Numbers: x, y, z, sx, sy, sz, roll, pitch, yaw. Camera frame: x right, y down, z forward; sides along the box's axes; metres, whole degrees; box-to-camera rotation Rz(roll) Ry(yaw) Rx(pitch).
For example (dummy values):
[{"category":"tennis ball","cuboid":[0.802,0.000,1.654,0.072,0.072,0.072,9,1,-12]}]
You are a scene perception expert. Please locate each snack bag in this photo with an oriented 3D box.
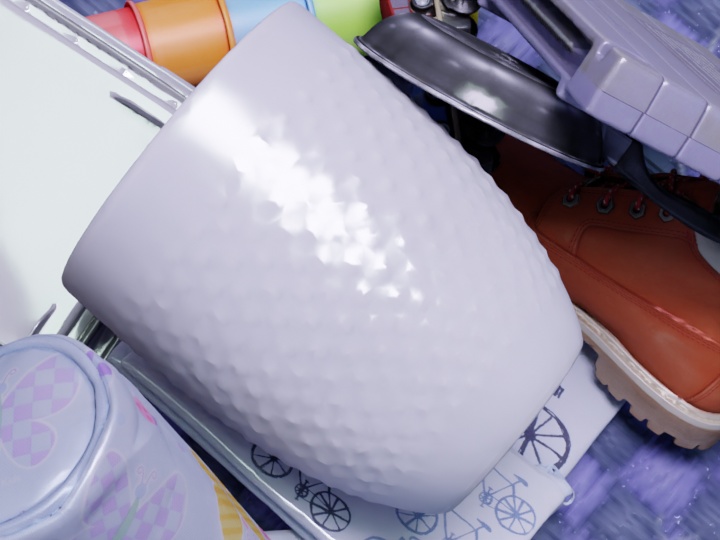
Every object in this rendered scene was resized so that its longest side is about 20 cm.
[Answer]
[{"category":"snack bag","cuboid":[0.018,0.042,0.973,0.188,0.021,0.200,40,51,7]}]

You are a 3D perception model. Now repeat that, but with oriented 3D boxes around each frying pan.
[{"category":"frying pan","cuboid":[0.083,-0.056,0.892,0.189,0.115,0.031,28,100,8]}]

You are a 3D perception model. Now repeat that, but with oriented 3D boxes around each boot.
[{"category":"boot","cuboid":[0.113,-0.023,0.991,0.200,0.107,0.075,40,41,6]}]

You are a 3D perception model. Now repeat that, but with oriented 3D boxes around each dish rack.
[{"category":"dish rack","cuboid":[-0.172,-0.048,0.963,0.199,0.044,0.172,33,81,5]}]

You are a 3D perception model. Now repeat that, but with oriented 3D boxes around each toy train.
[{"category":"toy train","cuboid":[0.030,-0.121,0.997,0.045,0.034,0.201,-5,63,-6]}]

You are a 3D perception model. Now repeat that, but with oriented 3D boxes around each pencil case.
[{"category":"pencil case","cuboid":[-0.082,0.110,0.802,0.091,0.200,0.083,-38,45,-1]}]

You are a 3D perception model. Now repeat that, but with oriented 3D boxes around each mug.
[{"category":"mug","cuboid":[0.000,0.000,0.903,0.175,0.200,0.148,40,109,1]}]

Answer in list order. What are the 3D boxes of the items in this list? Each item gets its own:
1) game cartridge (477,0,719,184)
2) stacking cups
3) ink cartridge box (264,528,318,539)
[{"category":"game cartridge","cuboid":[0.121,-0.077,0.912,0.129,0.200,0.038,30,103,-21]},{"category":"stacking cups","cuboid":[-0.048,-0.119,1.037,0.199,0.061,0.061,-11,69,-14]},{"category":"ink cartridge box","cuboid":[-0.101,0.192,0.892,0.198,0.047,0.161,-2,67,-14]}]
